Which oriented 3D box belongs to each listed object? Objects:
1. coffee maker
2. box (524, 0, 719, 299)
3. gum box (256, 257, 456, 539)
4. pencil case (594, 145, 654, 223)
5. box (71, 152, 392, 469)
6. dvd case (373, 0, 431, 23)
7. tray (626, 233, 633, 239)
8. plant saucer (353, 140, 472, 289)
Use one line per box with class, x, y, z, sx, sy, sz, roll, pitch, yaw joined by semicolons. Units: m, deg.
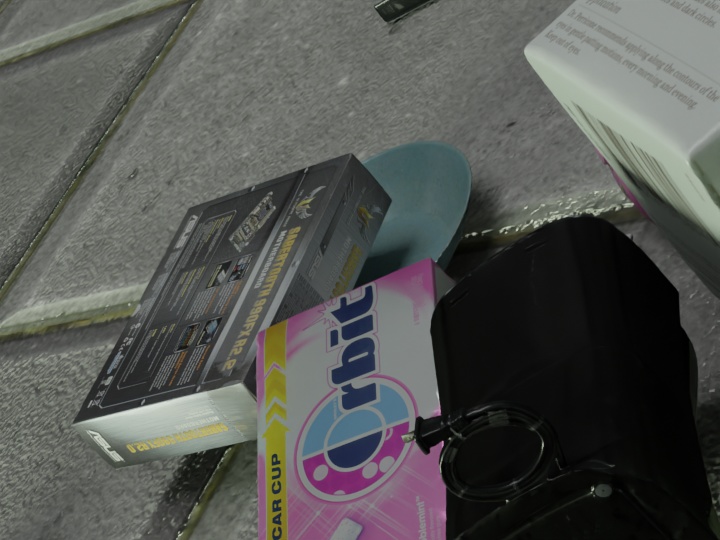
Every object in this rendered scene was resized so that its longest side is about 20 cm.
coffee maker;0.099;0.068;0.961;0.134;0.193;0.201;-14;35;8
box;0.225;-0.071;0.996;0.171;0.200;0.199;-43;27;0
gum box;0.009;0.097;1.082;0.113;0.066;0.201;-22;47;23
pencil case;0.228;-0.105;1.166;0.199;0.088;0.088;-35;28;14
box;-0.080;0.026;1.327;0.158;0.048;0.201;-16;38;39
dvd case;0.106;-0.287;1.655;0.199;0.025;0.151;-25;32;30
tray;0.068;0.042;1.190;0.199;0.022;0.107;-28;8;19
plant saucer;0.000;0.000;1.356;0.200;0.039;0.202;-32;29;20
